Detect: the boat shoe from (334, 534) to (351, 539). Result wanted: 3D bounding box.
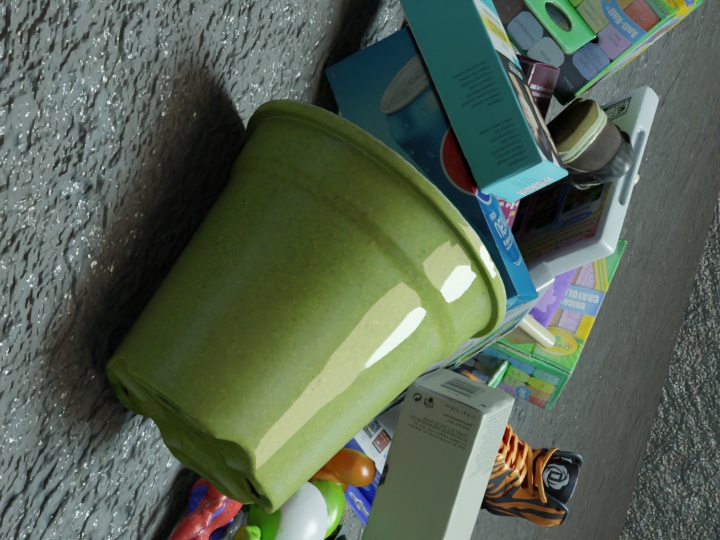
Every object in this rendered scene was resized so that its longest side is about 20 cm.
[{"bbox_3d":[-0.009,0.277,1.266,0.070,0.071,0.201,-54,176,-12],"label":"boat shoe"}]

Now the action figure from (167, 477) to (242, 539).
[{"bbox_3d":[-0.122,0.204,1.009,0.066,0.051,0.201,79,31,-65],"label":"action figure"}]

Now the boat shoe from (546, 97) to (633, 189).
[{"bbox_3d":[0.181,-0.098,1.203,0.072,0.066,0.201,-45,-177,4],"label":"boat shoe"}]

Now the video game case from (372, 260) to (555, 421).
[{"bbox_3d":[0.055,0.071,1.176,0.199,0.022,0.182,-32,170,-10],"label":"video game case"}]

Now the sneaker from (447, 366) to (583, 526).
[{"bbox_3d":[0.130,0.151,1.248,0.078,0.111,0.200,-66,151,-26],"label":"sneaker"}]

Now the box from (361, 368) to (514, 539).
[{"bbox_3d":[0.052,0.184,1.147,0.082,0.068,0.201,-9,118,-67],"label":"box"}]

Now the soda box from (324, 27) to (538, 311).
[{"bbox_3d":[0.049,-0.060,1.012,0.201,0.068,0.064,68,17,9],"label":"soda box"}]

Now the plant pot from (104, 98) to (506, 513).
[{"bbox_3d":[-0.046,0.035,0.877,0.184,0.200,0.201,-50,155,-19],"label":"plant pot"}]

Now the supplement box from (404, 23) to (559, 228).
[{"bbox_3d":[0.070,-0.080,1.155,0.086,0.110,0.201,-9,117,-68],"label":"supplement box"}]

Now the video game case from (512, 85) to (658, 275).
[{"bbox_3d":[0.165,-0.060,1.296,0.024,0.199,0.183,39,52,-23],"label":"video game case"}]

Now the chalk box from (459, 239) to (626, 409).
[{"bbox_3d":[0.165,0.052,1.462,0.125,0.123,0.201,99,16,-70],"label":"chalk box"}]

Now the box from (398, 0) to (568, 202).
[{"bbox_3d":[0.076,-0.150,1.014,0.201,0.049,0.082,68,17,10],"label":"box"}]

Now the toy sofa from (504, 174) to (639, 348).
[{"bbox_3d":[0.183,-0.032,1.356,0.083,0.097,0.201,39,68,-23],"label":"toy sofa"}]

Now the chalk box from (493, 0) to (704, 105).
[{"bbox_3d":[0.198,-0.235,1.267,0.124,0.125,0.200,-39,178,30],"label":"chalk box"}]

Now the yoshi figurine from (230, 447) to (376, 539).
[{"bbox_3d":[-0.054,0.209,1.073,0.112,0.112,0.201,90,24,-65],"label":"yoshi figurine"}]

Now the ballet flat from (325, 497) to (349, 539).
[{"bbox_3d":[-0.068,0.229,1.174,0.200,0.067,0.076,-57,136,-48],"label":"ballet flat"}]

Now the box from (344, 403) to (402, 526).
[{"bbox_3d":[0.048,0.158,1.325,0.041,0.119,0.200,-33,-173,36],"label":"box"}]
